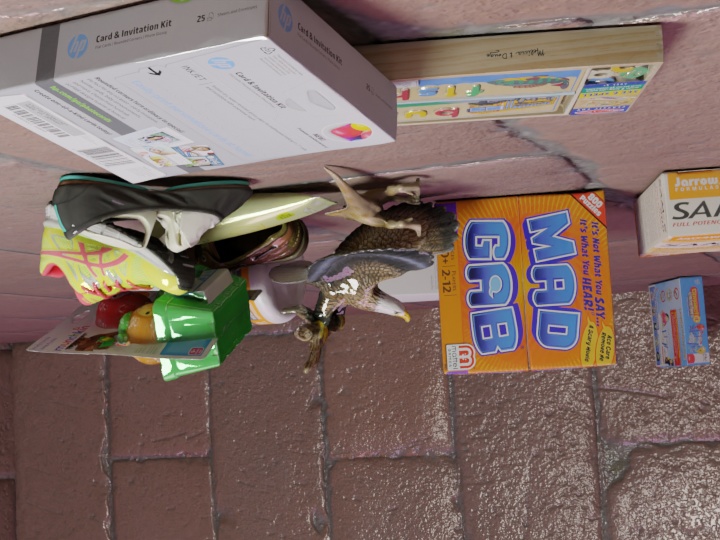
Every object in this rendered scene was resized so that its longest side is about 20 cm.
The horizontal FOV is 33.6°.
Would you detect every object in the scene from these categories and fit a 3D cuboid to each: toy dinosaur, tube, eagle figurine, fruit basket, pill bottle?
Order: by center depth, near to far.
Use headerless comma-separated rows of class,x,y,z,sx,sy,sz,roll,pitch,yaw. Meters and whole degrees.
toy dinosaur,0.012,-0.063,1.223,0.100,0.059,0.200,-2,174,3
tube,-0.128,-0.058,1.259,0.198,0.052,0.058,-9,-142,11
fruit basket,-0.224,0.046,1.268,0.198,0.095,0.185,6,-159,14
eagle figurine,0.006,0.003,1.327,0.150,0.152,0.200,13,126,-35
pill bottle,-0.175,0.012,1.448,0.199,0.117,0.116,-6,174,28

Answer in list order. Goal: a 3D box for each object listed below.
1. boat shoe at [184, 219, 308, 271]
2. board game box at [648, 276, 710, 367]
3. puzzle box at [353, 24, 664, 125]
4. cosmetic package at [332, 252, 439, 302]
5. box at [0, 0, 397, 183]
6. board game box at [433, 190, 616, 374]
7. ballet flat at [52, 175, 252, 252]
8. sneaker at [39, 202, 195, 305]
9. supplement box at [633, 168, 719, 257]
boat shoe,-0.160,-0.029,1.336,0.199,0.073,0.068,-18,166,14
board game box,0.737,0.122,2.763,0.055,0.202,0.196,-3,175,-8
puzzle box,0.091,-0.126,0.797,0.198,0.026,0.133,-3,175,3
cosmetic package,0.065,0.005,1.791,0.198,0.086,0.108,-1,173,-17
box,-0.100,-0.105,0.705,0.199,0.042,0.156,-5,163,27
board game box,0.200,0.022,1.456,0.198,0.202,0.200,-4,175,8
ballet flat,-0.199,-0.053,1.153,0.198,0.069,0.068,-1,172,-25
sneaker,-0.253,-0.001,1.227,0.199,0.091,0.078,20,-179,31
supplement box,0.388,-0.063,1.349,0.125,0.074,0.200,-4,174,4
